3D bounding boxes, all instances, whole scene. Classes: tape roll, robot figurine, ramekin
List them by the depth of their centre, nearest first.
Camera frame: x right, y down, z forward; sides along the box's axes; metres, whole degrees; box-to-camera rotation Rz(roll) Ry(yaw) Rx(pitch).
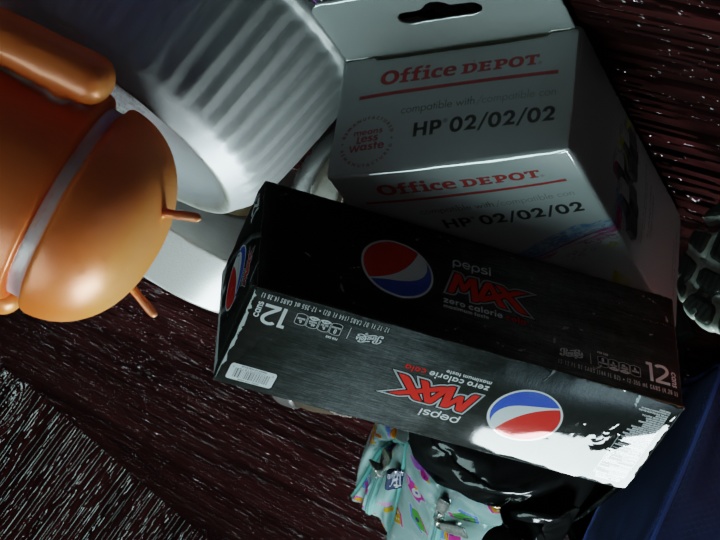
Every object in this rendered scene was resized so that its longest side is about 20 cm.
[{"bbox_3d":[-0.175,-0.050,1.094,0.199,0.144,0.117,30,-179,1],"label":"robot figurine"},{"bbox_3d":[-0.102,-0.119,1.170,0.200,0.105,0.200,34,167,9],"label":"ramekin"},{"bbox_3d":[-0.107,-0.055,1.319,0.202,0.037,0.203,33,-156,-17],"label":"tape roll"}]

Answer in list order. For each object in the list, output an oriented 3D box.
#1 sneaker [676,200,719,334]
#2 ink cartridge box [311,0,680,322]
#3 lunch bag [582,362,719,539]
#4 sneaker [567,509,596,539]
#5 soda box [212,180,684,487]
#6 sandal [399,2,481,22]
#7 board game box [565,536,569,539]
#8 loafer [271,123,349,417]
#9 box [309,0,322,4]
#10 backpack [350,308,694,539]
[{"bbox_3d":[0.215,0.022,0.930,0.199,0.077,0.085,21,165,49],"label":"sneaker"},{"bbox_3d":[0.061,-0.043,1.005,0.114,0.068,0.200,-6,147,23],"label":"ink cartridge box"},{"bbox_3d":[0.209,0.141,1.201,0.132,0.137,0.200,27,169,-2],"label":"lunch bag"},{"bbox_3d":[0.168,0.140,1.381,0.069,0.100,0.200,26,166,37],"label":"sneaker"},{"bbox_3d":[0.039,0.030,0.986,0.199,0.071,0.064,16,132,-13],"label":"soda box"},{"bbox_3d":[0.038,-0.075,1.084,0.079,0.058,0.201,6,145,1],"label":"sandal"},{"bbox_3d":[0.133,0.199,1.418,0.198,0.047,0.151,1,-178,-11],"label":"board game box"},{"bbox_3d":[0.000,0.000,1.260,0.071,0.073,0.201,25,130,22],"label":"loafer"},{"bbox_3d":[-0.085,-0.199,1.006,0.199,0.036,0.143,30,165,21],"label":"box"},{"bbox_3d":[0.074,0.088,1.177,0.126,0.167,0.200,41,154,13],"label":"backpack"}]
